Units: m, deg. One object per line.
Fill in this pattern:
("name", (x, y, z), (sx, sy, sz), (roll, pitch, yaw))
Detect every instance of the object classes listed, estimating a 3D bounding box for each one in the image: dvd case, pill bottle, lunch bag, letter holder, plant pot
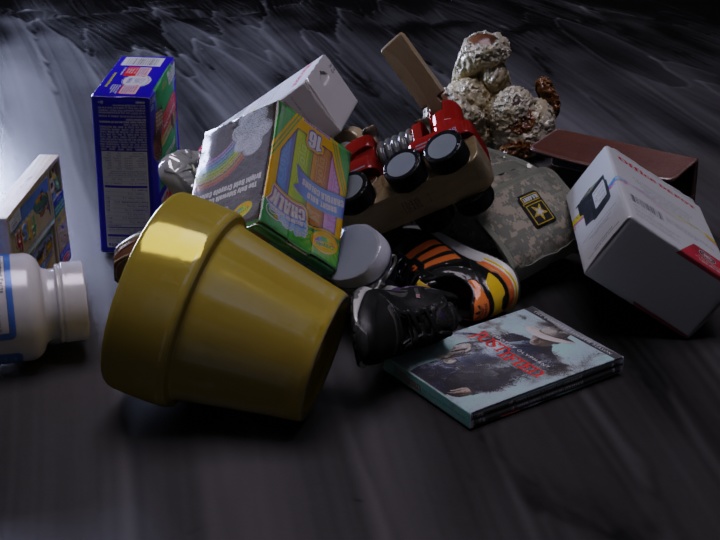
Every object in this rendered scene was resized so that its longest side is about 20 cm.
("dvd case", (0.144, 0.094, 1.412), (0.199, 0.022, 0.146), (-14, 28, -31))
("pill bottle", (-0.379, 0.041, 1.415), (0.199, 0.113, 0.112), (-5, 25, -14))
("lunch bag", (0.159, -0.060, 1.644), (0.200, 0.118, 0.164), (27, 37, 36))
("letter holder", (0.296, -0.092, 1.732), (0.199, 0.101, 0.142), (17, 31, 32))
("plant pot", (-0.119, 0.049, 1.322), (0.188, 0.201, 0.201), (20, 27, 8))

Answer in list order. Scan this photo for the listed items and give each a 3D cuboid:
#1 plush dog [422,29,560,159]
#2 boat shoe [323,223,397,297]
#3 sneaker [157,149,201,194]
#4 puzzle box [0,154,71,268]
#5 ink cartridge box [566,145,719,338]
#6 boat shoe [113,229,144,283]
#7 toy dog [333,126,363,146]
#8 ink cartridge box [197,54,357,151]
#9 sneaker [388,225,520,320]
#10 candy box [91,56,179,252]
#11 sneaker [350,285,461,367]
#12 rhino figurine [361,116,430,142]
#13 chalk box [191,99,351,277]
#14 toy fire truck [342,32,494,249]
("plush dog", (0.198, -0.220, 2.013), (0.171, 0.161, 0.200), (23, 58, 15))
("boat shoe", (-0.003, 0.004, 1.521), (0.086, 0.075, 0.202), (35, -17, -23))
("sneaker", (-0.187, -0.066, 1.620), (0.099, 0.200, 0.078), (-23, 55, 17))
("puzzle box", (-0.368, -0.034, 1.557), (0.025, 0.134, 0.200), (1, 25, 5))
("ink cartridge box", (0.316, -0.035, 1.543), (0.145, 0.083, 0.200), (31, 24, -13))
("boat shoe", (-0.177, -0.006, 1.570), (0.199, 0.076, 0.074), (-5, 39, -9))
("toy dog", (0.019, -0.102, 1.797), (0.132, 0.097, 0.200), (-16, 43, -38))
("ink cartridge box", (-0.113, -0.182, 1.830), (0.200, 0.086, 0.148), (-31, 15, 20))
("sneaker", (0.075, 0.004, 1.550), (0.200, 0.070, 0.090), (20, 29, 35))
("candy box", (-0.273, -0.144, 1.719), (0.077, 0.201, 0.169), (3, 25, 3))
("sneaker", (0.049, 0.046, 1.393), (0.087, 0.076, 0.200), (-4, 8, 17))
("rhino figurine", (0.020, -0.127, 1.685), (0.199, 0.060, 0.088), (-15, 65, -34))
("chalk box", (-0.101, -0.053, 1.483), (0.124, 0.124, 0.201), (-17, 54, 39))
("toy fire truck", (0.045, -0.149, 1.579), (0.175, 0.129, 0.201), (-23, 43, 17))
